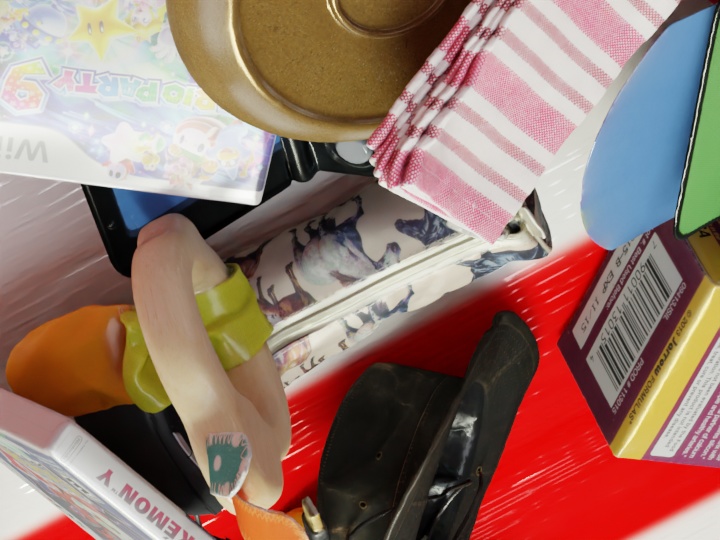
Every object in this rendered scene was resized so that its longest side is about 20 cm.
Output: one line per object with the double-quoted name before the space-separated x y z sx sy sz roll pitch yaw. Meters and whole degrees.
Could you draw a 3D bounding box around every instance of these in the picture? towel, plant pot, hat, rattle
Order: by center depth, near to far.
"plant pot" 0.011 -0.136 1.144 0.200 0.027 0.200 -16 132 -18
"towel" 0.093 -0.105 1.182 0.200 0.030 0.146 -52 156 6
"rattle" -0.103 0.077 1.211 0.143 0.200 0.130 -12 138 1
"hat" 0.023 0.106 1.431 0.201 0.081 0.201 -54 157 -36

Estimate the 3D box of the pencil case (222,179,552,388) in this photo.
"pencil case" 0.000 0.000 1.334 0.200 0.089 0.078 -28 100 5

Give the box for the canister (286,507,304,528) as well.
"canister" 0.000 0.235 1.536 0.149 0.087 0.200 -44 128 17

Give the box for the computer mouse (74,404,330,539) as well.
"computer mouse" -0.087 0.110 1.367 0.046 0.140 0.200 -54 146 -36

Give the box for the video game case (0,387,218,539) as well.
"video game case" -0.128 0.117 1.296 0.182 0.200 0.023 43 75 -27

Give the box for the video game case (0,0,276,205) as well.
"video game case" -0.095 -0.124 1.152 0.143 0.018 0.200 7 123 -12

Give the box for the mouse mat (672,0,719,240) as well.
"mouse mat" 0.238 -0.110 1.336 0.200 0.008 0.161 -26 138 -33

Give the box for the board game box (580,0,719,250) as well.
"board game box" 0.175 -0.098 1.332 0.200 0.039 0.158 -26 146 -31

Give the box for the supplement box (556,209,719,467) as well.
"supplement box" 0.234 0.035 1.445 0.200 0.103 0.131 9 125 -26

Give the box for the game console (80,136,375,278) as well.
"game console" -0.041 -0.090 1.218 0.176 0.116 0.200 8 138 24
